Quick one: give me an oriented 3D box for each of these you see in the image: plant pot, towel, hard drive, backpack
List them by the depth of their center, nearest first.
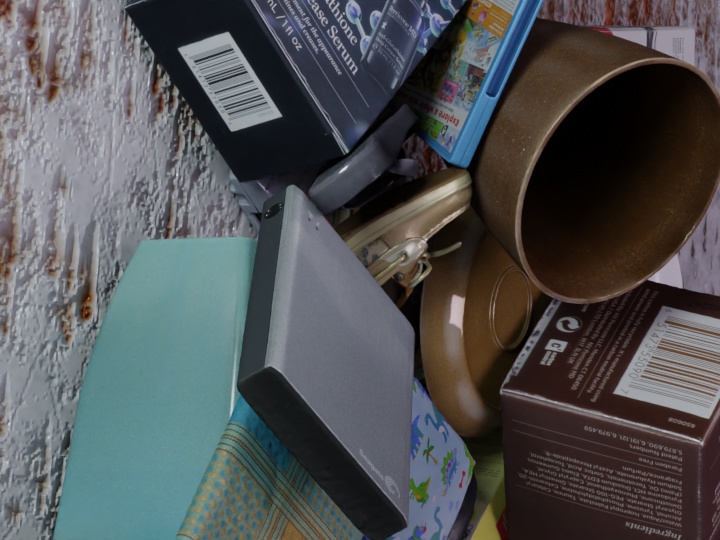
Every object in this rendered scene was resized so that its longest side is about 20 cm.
[{"bbox_3d":[-0.054,0.159,1.326,0.147,0.022,0.201,55,44,-35],"label":"towel"},{"bbox_3d":[-0.018,0.054,1.339,0.140,0.033,0.201,51,22,-25],"label":"hard drive"},{"bbox_3d":[-0.092,0.085,1.415,0.141,0.140,0.202,18,75,-55],"label":"plant pot"},{"bbox_3d":[0.001,0.146,1.572,0.200,0.153,0.164,49,59,-30],"label":"backpack"},{"bbox_3d":[0.130,-0.107,1.588,0.186,0.200,0.188,-19,128,-26],"label":"plant pot"},{"bbox_3d":[0.106,0.028,1.671,0.200,0.027,0.202,-15,108,-56],"label":"plant pot"}]

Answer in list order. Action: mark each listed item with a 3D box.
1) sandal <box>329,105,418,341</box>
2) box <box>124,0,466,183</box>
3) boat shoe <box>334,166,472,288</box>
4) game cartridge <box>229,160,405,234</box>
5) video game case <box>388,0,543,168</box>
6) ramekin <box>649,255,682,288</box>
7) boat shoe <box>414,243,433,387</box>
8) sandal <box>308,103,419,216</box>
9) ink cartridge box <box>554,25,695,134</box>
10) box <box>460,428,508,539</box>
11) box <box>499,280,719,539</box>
[{"bbox_3d":[0.019,-0.030,1.583,0.080,0.054,0.202,-17,106,-55],"label":"sandal"},{"bbox_3d":[-0.037,-0.182,1.480,0.149,0.107,0.200,56,46,-22],"label":"box"},{"bbox_3d":[0.000,0.000,1.519,0.063,0.199,0.073,55,4,-9],"label":"boat shoe"},{"bbox_3d":[-0.020,-0.049,1.603,0.200,0.041,0.134,58,43,-40],"label":"game cartridge"},{"bbox_3d":[0.085,-0.185,1.539,0.018,0.143,0.201,19,103,-26],"label":"video game case"},{"bbox_3d":[0.198,0.034,1.876,0.200,0.097,0.202,-6,97,-56],"label":"ramekin"},{"bbox_3d":[0.078,0.010,1.738,0.076,0.071,0.200,51,46,-13],"label":"boat shoe"},{"bbox_3d":[0.005,-0.063,1.464,0.043,0.076,0.200,51,17,-6],"label":"sandal"},{"bbox_3d":[0.166,-0.156,1.774,0.199,0.143,0.084,-11,102,-55],"label":"ink cartridge box"},{"bbox_3d":[0.080,0.194,1.732,0.201,0.075,0.050,-59,138,-37],"label":"box"},{"bbox_3d":[0.214,0.134,1.698,0.166,0.163,0.201,-53,148,-44],"label":"box"}]
